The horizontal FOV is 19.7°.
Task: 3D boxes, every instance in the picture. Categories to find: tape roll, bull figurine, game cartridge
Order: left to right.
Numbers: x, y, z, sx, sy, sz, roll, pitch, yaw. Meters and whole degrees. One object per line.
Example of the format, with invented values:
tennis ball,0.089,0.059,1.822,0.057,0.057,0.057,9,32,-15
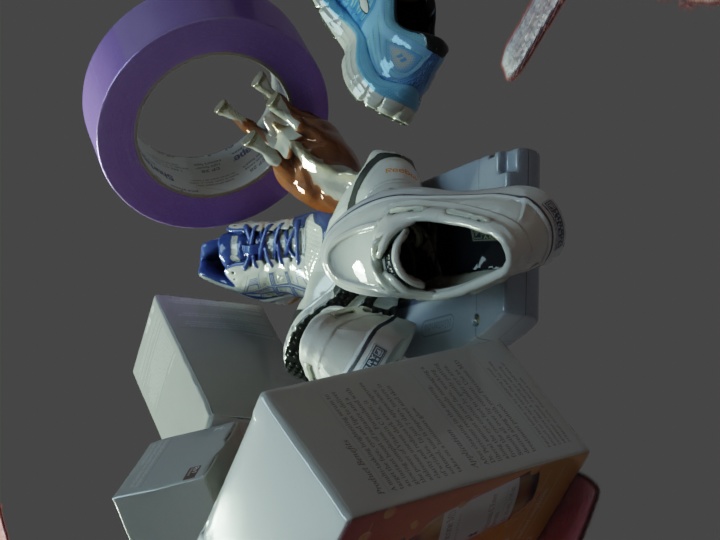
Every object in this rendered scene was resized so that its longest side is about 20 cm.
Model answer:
tape roll,-0.130,-0.137,1.740,0.066,0.199,0.201,-117,40,-51
bull figurine,-0.042,-0.093,1.643,0.065,0.121,0.200,-50,23,-1
game cartridge,0.069,-0.003,1.464,0.200,0.041,0.134,163,107,-64

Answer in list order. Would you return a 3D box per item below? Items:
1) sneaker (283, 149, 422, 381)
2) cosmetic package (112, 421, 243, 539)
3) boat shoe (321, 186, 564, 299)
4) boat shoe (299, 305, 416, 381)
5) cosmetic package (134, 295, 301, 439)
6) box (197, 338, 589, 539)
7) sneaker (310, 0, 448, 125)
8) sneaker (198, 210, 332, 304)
sneaker,0.000,0.000,1.511,0.080,0.073,0.201,-96,30,-52
cosmetic package,-0.109,0.231,1.606,0.107,0.090,0.201,-55,-55,-68
boat shoe,0.040,-0.011,1.358,0.199,0.066,0.072,-1,108,42
boat shoe,-0.008,0.055,1.409,0.072,0.065,0.200,-61,-4,5
cosmetic package,-0.113,0.107,1.743,0.200,0.106,0.091,-117,41,-54
box,0.018,0.147,1.313,0.106,0.199,0.153,52,135,31
sneaker,0.025,-0.202,1.595,0.090,0.078,0.201,-47,43,25
sneaker,-0.071,-0.009,1.716,0.200,0.088,0.076,-24,60,61
